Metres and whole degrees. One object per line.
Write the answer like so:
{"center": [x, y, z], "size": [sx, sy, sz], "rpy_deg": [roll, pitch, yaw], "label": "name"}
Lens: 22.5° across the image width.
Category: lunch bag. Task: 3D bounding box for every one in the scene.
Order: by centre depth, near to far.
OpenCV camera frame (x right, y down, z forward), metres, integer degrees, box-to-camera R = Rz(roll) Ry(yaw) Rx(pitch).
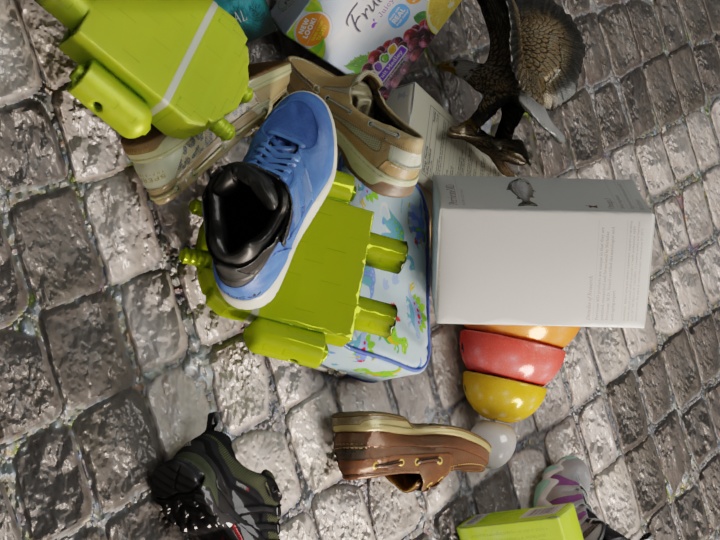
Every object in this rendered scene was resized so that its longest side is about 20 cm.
{"center": [0.000, 0.000, 1.691], "size": [0.161, 0.082, 0.201], "rpy_deg": [21, 64, -49], "label": "lunch bag"}

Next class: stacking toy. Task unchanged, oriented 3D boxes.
{"center": [0.149, 0.104, 1.855], "size": [0.146, 0.146, 0.201], "rpy_deg": [19, 81, -50], "label": "stacking toy"}

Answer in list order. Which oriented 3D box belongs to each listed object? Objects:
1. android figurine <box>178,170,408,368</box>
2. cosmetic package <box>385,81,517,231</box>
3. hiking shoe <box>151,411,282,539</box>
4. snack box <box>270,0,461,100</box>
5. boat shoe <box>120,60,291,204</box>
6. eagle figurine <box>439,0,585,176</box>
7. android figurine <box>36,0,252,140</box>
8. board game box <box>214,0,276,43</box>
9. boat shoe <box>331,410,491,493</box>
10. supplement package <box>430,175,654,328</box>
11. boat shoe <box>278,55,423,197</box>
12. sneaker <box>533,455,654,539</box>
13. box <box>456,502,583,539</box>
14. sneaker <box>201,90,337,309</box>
{"center": [-0.059, -0.009, 1.573], "size": [0.200, 0.041, 0.183], "rpy_deg": [17, 69, -15], "label": "android figurine"}
{"center": [0.077, -0.092, 1.833], "size": [0.200, 0.071, 0.105], "rpy_deg": [39, 50, -42], "label": "cosmetic package"}
{"center": [-0.087, 0.216, 1.510], "size": [0.101, 0.076, 0.200], "rpy_deg": [-50, 119, -44], "label": "hiking shoe"}
{"center": [0.027, -0.280, 1.717], "size": [0.142, 0.200, 0.053], "rpy_deg": [29, 13, -37], "label": "snack box"}
{"center": [-0.127, -0.126, 1.569], "size": [0.200, 0.073, 0.063], "rpy_deg": [-37, 117, -41], "label": "boat shoe"}
{"center": [0.149, -0.210, 1.809], "size": [0.152, 0.151, 0.200], "rpy_deg": [125, -15, -82], "label": "eagle figurine"}
{"center": [-0.168, -0.187, 1.472], "size": [0.200, 0.041, 0.182], "rpy_deg": [39, 49, -25], "label": "android figurine"}
{"center": [-0.158, -0.248, 1.591], "size": [0.200, 0.028, 0.136], "rpy_deg": [-34, 109, -53], "label": "board game box"}
{"center": [0.047, 0.178, 1.720], "size": [0.200, 0.072, 0.068], "rpy_deg": [15, 73, -45], "label": "boat shoe"}
{"center": [0.168, -0.019, 1.720], "size": [0.117, 0.199, 0.118], "rpy_deg": [-94, -175, -71], "label": "supplement package"}
{"center": [-0.005, -0.150, 1.644], "size": [0.072, 0.200, 0.076], "rpy_deg": [-9, 131, -43], "label": "boat shoe"}
{"center": [0.246, 0.274, 1.899], "size": [0.078, 0.140, 0.200], "rpy_deg": [51, 43, -32], "label": "sneaker"}
{"center": [0.179, 0.338, 1.804], "size": [0.048, 0.122, 0.201], "rpy_deg": [-23, 99, -56], "label": "box"}
{"center": [-0.074, -0.076, 1.497], "size": [0.111, 0.077, 0.200], "rpy_deg": [79, 31, -68], "label": "sneaker"}
